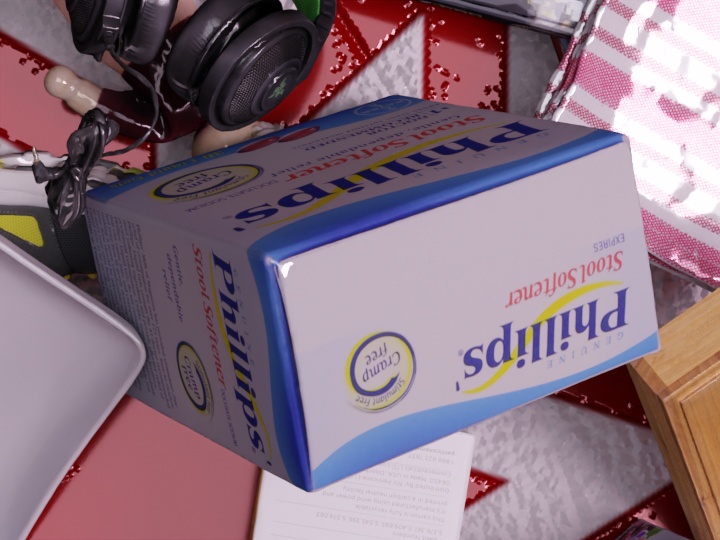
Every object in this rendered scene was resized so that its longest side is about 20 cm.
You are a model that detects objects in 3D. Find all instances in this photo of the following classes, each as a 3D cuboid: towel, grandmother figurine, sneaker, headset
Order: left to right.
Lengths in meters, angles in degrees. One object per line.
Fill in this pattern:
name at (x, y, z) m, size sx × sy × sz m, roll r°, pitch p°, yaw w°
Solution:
sneaker at (-0.171, -0.015, 0.929) m, size 0.198 × 0.075 × 0.086 m, roll 10°, pitch 102°, yaw 1°
grandmother figurine at (-0.099, -0.114, 0.935) m, size 0.121 × 0.061 × 0.201 m, roll -34°, pitch 94°, yaw 1°
headset at (-0.087, -0.103, 0.855) m, size 0.123 × 0.201 × 0.094 m, roll 28°, pitch 129°, yaw -1°
towel at (0.176, -0.099, 0.907) m, size 0.145 × 0.030 × 0.202 m, roll 25°, pitch 93°, yaw -11°

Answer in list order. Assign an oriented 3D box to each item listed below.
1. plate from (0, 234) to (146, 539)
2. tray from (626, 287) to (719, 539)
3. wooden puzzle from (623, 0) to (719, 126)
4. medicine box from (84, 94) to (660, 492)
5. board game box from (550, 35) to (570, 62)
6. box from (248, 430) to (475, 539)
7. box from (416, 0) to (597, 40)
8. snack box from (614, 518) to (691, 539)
plate at (-0.215, 0.033, 0.890) m, size 0.199 × 0.032 × 0.200 m, roll 36°, pitch 127°, yaw -3°
tray at (0.195, 0.078, 0.889) m, size 0.098 × 0.201 × 0.037 m, roll -34°, pitch 48°, yaw -4°
wooden puzzle at (0.232, -0.156, 0.946) m, size 0.198 × 0.046 × 0.187 m, roll 12°, pitch 95°, yaw -9°
medicine box at (0.000, 0.000, 0.833) m, size 0.181 × 0.199 × 0.104 m, roll -20°, pitch 108°, yaw -26°
board game box at (0.119, -0.220, 0.967) m, size 0.102 × 0.019 × 0.202 m, roll -18°, pitch 90°, yaw -2°
box at (-0.012, 0.167, 0.900) m, size 0.096 × 0.124 × 0.202 m, roll 9°, pitch 88°, yaw -3°
box at (0.061, -0.230, 0.931) m, size 0.159 × 0.049 × 0.202 m, roll 15°, pitch 95°, yaw 2°
snack box at (0.110, 0.185, 0.868) m, size 0.142 × 0.200 × 0.053 m, roll -41°, pitch 89°, yaw -3°
